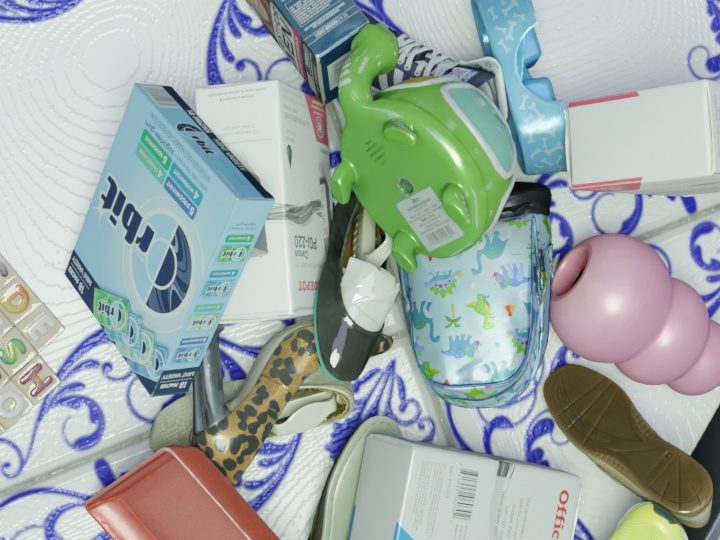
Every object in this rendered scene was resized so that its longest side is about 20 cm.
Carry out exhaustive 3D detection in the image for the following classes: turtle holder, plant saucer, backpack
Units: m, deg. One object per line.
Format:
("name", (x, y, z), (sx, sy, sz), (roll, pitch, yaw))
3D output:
("turtle holder", (0.050, -0.106, 1.018), (0.184, 0.142, 0.132), (36, 52, 15))
("plant saucer", (-0.134, 0.244, 1.043), (0.200, 0.200, 0.037), (49, 50, -5))
("backpack", (0.106, 0.027, 1.110), (0.160, 0.154, 0.204), (-1, 102, 5))

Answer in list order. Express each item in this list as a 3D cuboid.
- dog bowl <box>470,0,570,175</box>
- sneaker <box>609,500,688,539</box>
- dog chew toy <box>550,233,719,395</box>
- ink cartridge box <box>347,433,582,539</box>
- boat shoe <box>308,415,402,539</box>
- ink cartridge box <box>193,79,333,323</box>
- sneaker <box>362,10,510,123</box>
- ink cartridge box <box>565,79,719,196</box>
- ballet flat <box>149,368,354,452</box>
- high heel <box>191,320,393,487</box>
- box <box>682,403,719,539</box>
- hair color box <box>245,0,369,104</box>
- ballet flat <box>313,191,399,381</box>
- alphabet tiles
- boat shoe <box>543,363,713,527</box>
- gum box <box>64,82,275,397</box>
("dog bowl", (0.154, -0.185, 1.141), (0.049, 0.111, 0.203), (-17, 91, 4))
("sneaker", (0.234, 0.298, 1.091), (0.078, 0.202, 0.090), (39, 37, 28))
("dog chew toy", (0.277, 0.052, 1.149), (0.199, 0.124, 0.126), (33, 82, -16))
("ink cartridge box", (0.094, 0.241, 1.090), (0.198, 0.085, 0.149), (15, 84, -32))
("boat shoe", (-0.013, 0.233, 1.113), (0.071, 0.060, 0.204), (18, 83, -20))
("ink cartridge box", (-0.081, -0.057, 1.063), (0.083, 0.145, 0.204), (-3, 89, 16))
("sneaker", (0.058, -0.187, 1.109), (0.200, 0.108, 0.070), (47, 61, -1))
("ink cartridge box", (0.303, -0.117, 1.101), (0.198, 0.145, 0.084), (-2, 88, -48))
("ballet flat", (-0.099, 0.133, 1.095), (0.197, 0.062, 0.068), (-18, 118, -10))
("high heel", (-0.057, 0.119, 1.061), (0.197, 0.071, 0.145), (-2, 81, -23))
("box", (0.416, 0.251, 1.160), (0.197, 0.123, 0.202), (33, 82, -6))
("hair color box", (-0.069, -0.259, 1.077), (0.060, 0.100, 0.201), (-34, 75, -8))
("ballet flat", (0.000, 0.000, 1.050), (0.068, 0.068, 0.202), (29, 45, -30))
("alphabet tiles", (-0.376, 0.059, 1.083), (0.167, 0.008, 0.201), (-41, 94, -9))
("boat shoe", (0.250, 0.170, 1.132), (0.071, 0.065, 0.200), (-39, 54, -7))
("gum box", (-0.169, -0.026, 1.010), (0.044, 0.170, 0.202), (-3, 130, -45))
